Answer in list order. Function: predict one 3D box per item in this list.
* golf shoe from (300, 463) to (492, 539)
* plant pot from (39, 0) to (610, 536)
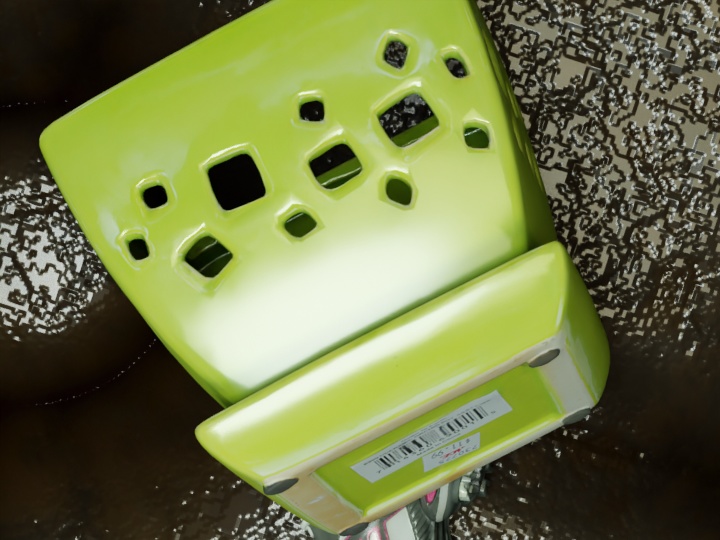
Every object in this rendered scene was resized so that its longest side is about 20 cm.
[{"bbox_3d":[0.012,0.143,1.025,0.088,0.077,0.201,9,87,15],"label":"golf shoe"},{"bbox_3d":[0.000,0.000,0.920,0.199,0.199,0.182,-27,70,4],"label":"plant pot"}]
